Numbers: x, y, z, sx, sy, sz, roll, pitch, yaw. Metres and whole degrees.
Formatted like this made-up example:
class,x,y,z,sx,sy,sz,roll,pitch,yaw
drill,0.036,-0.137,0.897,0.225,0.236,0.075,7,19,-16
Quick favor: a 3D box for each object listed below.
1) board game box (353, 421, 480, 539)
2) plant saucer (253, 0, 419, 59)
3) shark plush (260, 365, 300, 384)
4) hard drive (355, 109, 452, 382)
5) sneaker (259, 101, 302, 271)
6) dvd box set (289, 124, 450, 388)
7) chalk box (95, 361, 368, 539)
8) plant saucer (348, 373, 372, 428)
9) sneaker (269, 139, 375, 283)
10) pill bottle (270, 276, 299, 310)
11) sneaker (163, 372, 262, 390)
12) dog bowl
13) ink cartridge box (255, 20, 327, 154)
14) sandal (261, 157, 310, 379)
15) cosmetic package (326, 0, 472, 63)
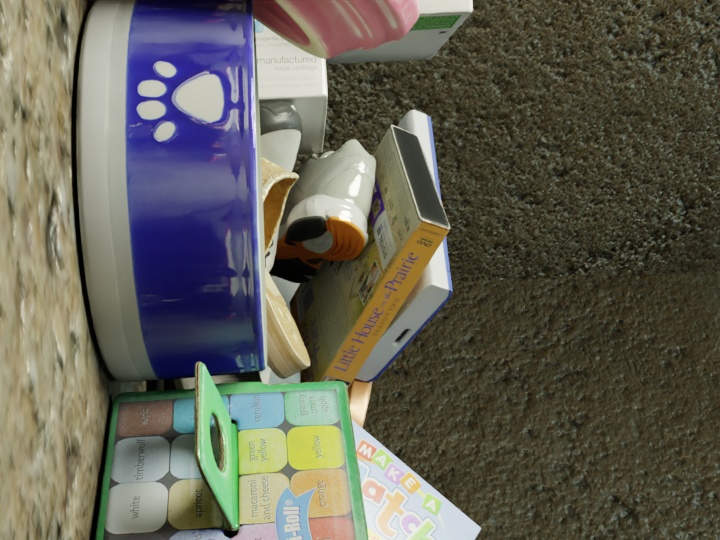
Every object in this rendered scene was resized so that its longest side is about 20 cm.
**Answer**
class,x,y,z,sx,sy,sz,roll,pitch,yaw
board game box,-0.020,0.214,0.708,0.200,0.151,0.037,-47,174,-43
plant saucer,-0.062,-0.176,0.510,0.051,0.200,0.201,-53,-173,1
shark plush,-0.057,0.094,0.730,0.200,0.083,0.091,-158,-126,-65
hard drive,0.027,-0.023,0.835,0.132,0.025,0.200,-52,-151,41
sneaker,-0.083,-0.041,0.740,0.080,0.074,0.200,59,-38,29
dvd box set,0.000,0.000,0.800,0.200,0.029,0.146,-59,-156,28
chalk box,-0.060,0.136,0.489,0.125,0.124,0.200,-99,-171,-51
plant saucer,-0.039,0.150,0.886,0.200,0.032,0.201,-160,-90,-80
sneaker,-0.043,-0.050,0.827,0.200,0.076,0.092,-15,-130,56
pill bottle,-0.098,0.115,1.011,0.113,0.113,0.200,-102,-159,-63
sneaker,-0.116,0.080,0.682,0.106,0.075,0.200,-59,-144,43
dog bowl,-0.092,-0.043,0.520,0.200,0.079,0.201,177,-90,-85
ink cartridge box,-0.096,-0.204,0.776,0.125,0.128,0.200,108,-22,-77
sandal,-0.067,-0.038,0.656,0.212,0.070,0.078,64,4,8
cosmetic package,0.020,-0.223,0.782,0.200,0.107,0.085,-152,-121,-87
